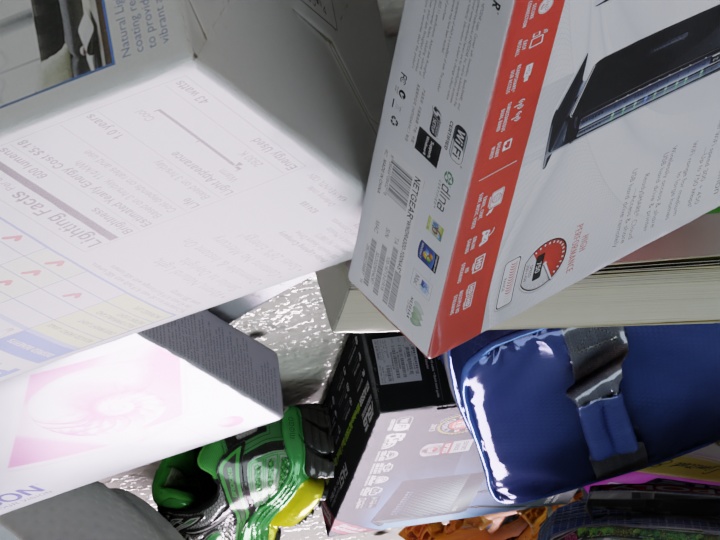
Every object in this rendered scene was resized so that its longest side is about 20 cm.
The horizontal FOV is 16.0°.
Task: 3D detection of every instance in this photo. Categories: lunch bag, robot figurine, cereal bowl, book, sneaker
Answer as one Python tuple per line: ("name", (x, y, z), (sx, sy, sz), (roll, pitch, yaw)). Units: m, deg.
("lunch bag", (0.099, 0.017, 1.171), (0.135, 0.133, 0.200), (-21, 151, 1))
("robot figurine", (0.079, 0.170, 1.586), (0.200, 0.058, 0.145), (-34, -175, 46))
("cereal bowl", (-0.140, 0.184, 1.448), (0.083, 0.200, 0.200), (-41, 167, -23))
("book", (0.069, -0.040, 1.058), (0.199, 0.134, 0.048), (-3, 143, -20))
("sneaker", (-0.086, 0.128, 1.470), (0.085, 0.078, 0.200), (9, 145, -19))

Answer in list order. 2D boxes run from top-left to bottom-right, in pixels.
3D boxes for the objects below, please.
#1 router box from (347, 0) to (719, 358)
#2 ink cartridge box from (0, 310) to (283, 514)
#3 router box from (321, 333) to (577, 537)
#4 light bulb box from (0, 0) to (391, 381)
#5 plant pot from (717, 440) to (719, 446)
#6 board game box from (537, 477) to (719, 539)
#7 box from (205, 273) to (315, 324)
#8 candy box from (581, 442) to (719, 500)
("router box", (0.090, -0.084, 0.912), (0.179, 0.049, 0.200), (-27, 146, -32))
("ink cartridge box", (-0.166, 0.054, 1.180), (0.196, 0.043, 0.200), (-19, 154, 22))
("router box", (0.060, 0.080, 1.418), (0.149, 0.062, 0.200), (-7, 157, -13))
("light bulb box", (-0.112, -0.063, 0.934), (0.199, 0.125, 0.198), (-19, 157, 18))
("plant pot", (0.271, 0.080, 1.224), (0.199, 0.028, 0.200), (-9, 178, 0))
("board game box", (0.179, 0.134, 1.201), (0.199, 0.062, 0.200), (5, 179, 5))
("box", (-0.124, -0.002, 1.171), (0.156, 0.041, 0.200), (16, 146, -42))
("candy box", (0.238, 0.104, 1.415), (0.200, 0.061, 0.136), (-22, -165, -36))
